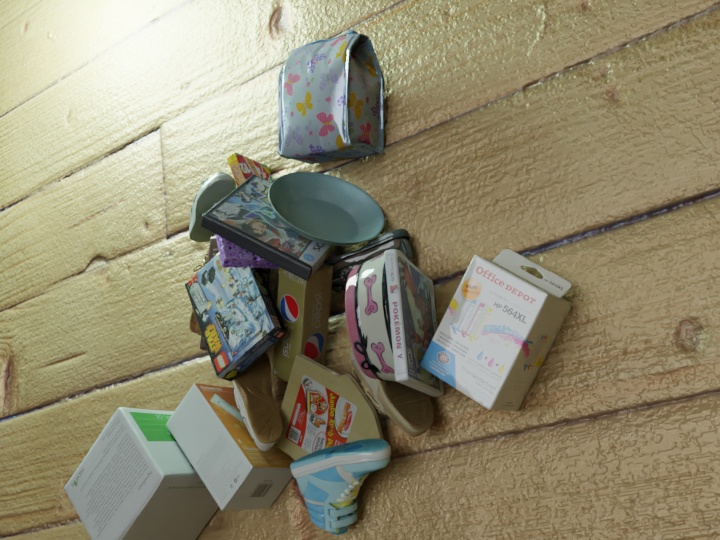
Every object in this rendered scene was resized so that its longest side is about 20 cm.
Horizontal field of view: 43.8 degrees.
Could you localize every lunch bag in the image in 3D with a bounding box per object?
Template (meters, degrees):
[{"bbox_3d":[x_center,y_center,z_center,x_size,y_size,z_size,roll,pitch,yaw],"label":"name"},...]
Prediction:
[{"bbox_3d":[-0.048,-0.296,1.539,0.167,0.126,0.205,-4,87,37],"label":"lunch bag"}]

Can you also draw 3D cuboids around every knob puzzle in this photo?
[{"bbox_3d":[-0.039,0.251,1.447,0.216,0.030,0.224,8,106,28],"label":"knob puzzle"}]

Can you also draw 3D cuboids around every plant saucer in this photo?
[{"bbox_3d":[-0.059,-0.092,1.473,0.201,0.199,0.039,46,133,33],"label":"plant saucer"}]

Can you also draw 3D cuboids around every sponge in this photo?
[{"bbox_3d":[-0.146,-0.056,1.511,0.030,0.196,0.113,123,140,-48],"label":"sponge"}]

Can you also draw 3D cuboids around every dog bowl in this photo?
[{"bbox_3d":[0.038,0.073,1.339,0.072,0.200,0.204,-9,74,17],"label":"dog bowl"}]

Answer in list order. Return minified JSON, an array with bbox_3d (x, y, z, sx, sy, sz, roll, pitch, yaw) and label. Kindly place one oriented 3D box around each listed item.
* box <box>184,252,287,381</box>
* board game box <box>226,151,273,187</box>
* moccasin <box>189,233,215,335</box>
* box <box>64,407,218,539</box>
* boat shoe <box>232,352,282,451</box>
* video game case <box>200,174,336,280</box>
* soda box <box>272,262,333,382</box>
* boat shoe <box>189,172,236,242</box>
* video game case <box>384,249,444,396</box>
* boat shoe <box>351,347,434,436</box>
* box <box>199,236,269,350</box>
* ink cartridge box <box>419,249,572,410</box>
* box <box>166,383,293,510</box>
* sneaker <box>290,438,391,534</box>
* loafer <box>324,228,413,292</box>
[{"bbox_3d":[-0.211,0.062,1.494,0.136,0.040,0.202,-39,55,18],"label":"box"},{"bbox_3d":[-0.173,-0.115,1.604,0.030,0.095,0.203,-32,63,25],"label":"board game box"},{"bbox_3d":[-0.279,0.019,1.671,0.076,0.073,0.206,12,97,28],"label":"moccasin"},{"bbox_3d":[-0.364,0.372,1.570,0.201,0.198,0.172,-53,57,14],"label":"box"},{"bbox_3d":[-0.182,0.207,1.506,0.070,0.069,0.203,115,145,-52],"label":"boat shoe"},{"bbox_3d":[-0.133,-0.076,1.470,0.197,0.181,0.026,27,124,9],"label":"video game case"},{"bbox_3d":[-0.096,0.083,1.479,0.063,0.067,0.204,22,115,37],"label":"soda box"},{"bbox_3d":[-0.282,-0.132,1.667,0.201,0.069,0.073,127,139,-51],"label":"boat shoe"},{"bbox_3d":[0.082,0.082,1.316,0.023,0.200,0.186,-10,74,18],"label":"video game case"},{"bbox_3d":[0.047,0.188,1.401,0.201,0.073,0.070,53,144,38],"label":"boat shoe"},{"bbox_3d":[-0.222,0.046,1.602,0.074,0.099,0.204,-1,79,35],"label":"box"},{"bbox_3d":[0.198,0.078,1.270,0.127,0.125,0.203,29,97,29],"label":"ink cartridge box"},{"bbox_3d":[-0.220,0.300,1.530,0.098,0.124,0.200,-53,56,13],"label":"box"},{"bbox_3d":[-0.015,0.339,1.390,0.198,0.079,0.133,-21,85,42],"label":"sneaker"},{"bbox_3d":[0.000,0.000,1.474,0.198,0.071,0.064,-28,71,26],"label":"loafer"}]
